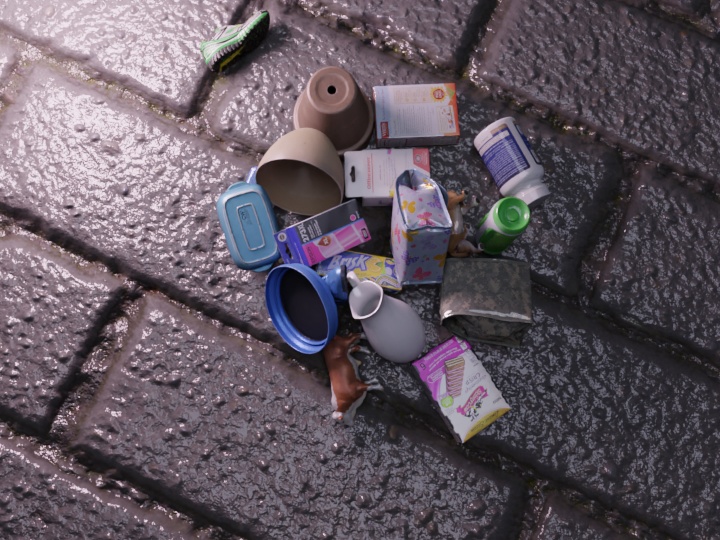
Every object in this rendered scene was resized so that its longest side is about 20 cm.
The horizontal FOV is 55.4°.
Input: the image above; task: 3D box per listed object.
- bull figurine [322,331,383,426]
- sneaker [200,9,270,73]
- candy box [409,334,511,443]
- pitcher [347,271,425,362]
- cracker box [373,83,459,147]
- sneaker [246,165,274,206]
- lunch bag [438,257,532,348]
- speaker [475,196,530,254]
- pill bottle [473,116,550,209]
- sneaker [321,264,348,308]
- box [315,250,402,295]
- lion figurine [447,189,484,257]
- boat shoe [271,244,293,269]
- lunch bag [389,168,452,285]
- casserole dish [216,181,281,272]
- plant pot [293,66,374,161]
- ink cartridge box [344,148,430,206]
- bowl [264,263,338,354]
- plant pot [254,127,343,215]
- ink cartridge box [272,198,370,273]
[{"bbox_3d":[-0.021,0.233,1.494,0.119,0.065,0.203,-14,80,-8],"label":"bull figurine"},{"bbox_3d":[-0.304,-0.574,1.665,0.199,0.078,0.086,-38,80,-8],"label":"sneaker"},{"bbox_3d":[0.215,0.253,1.493,0.135,0.061,0.202,-33,80,-8],"label":"candy box"},{"bbox_3d":[0.048,0.096,1.472,0.121,0.200,0.172,-38,38,7],"label":"pitcher"},{"bbox_3d":[0.131,-0.369,1.634,0.196,0.058,0.137,-2,77,-2],"label":"cracker box"},{"bbox_3d":[-0.246,-0.144,1.556,0.077,0.089,0.204,2,76,15],"label":"sneaker"},{"bbox_3d":[0.264,0.064,1.488,0.196,0.118,0.166,9,52,-1],"label":"lunch bag"},{"bbox_3d":[0.308,-0.095,1.499,0.087,0.200,0.090,1,77,-3],"label":"speaker"},{"bbox_3d":[0.353,-0.240,1.580,0.110,0.111,0.202,-25,78,-6],"label":"pill bottle"},{"bbox_3d":[-0.067,0.040,1.466,0.077,0.200,0.067,1,73,-8],"label":"sneaker"},{"bbox_3d":[0.000,0.000,1.546,0.196,0.064,0.071,10,77,2],"label":"box"},{"bbox_3d":[0.210,-0.099,1.526,0.072,0.122,0.203,24,57,-29],"label":"lion figurine"},{"bbox_3d":[-0.127,-0.069,1.557,0.075,0.075,0.202,42,81,14],"label":"boat shoe"},{"bbox_3d":[0.125,-0.099,1.479,0.125,0.171,0.202,-5,45,-8],"label":"lunch bag"},{"bbox_3d":[-0.240,-0.095,1.496,0.119,0.039,0.203,-18,95,-10],"label":"casserole dish"},{"bbox_3d":[-0.064,-0.372,1.573,0.196,0.175,0.204,0,78,0],"label":"plant pot"},{"bbox_3d":[0.061,-0.215,1.593,0.196,0.068,0.119,-1,77,-2],"label":"ink cartridge box"},{"bbox_3d":[-0.127,0.079,1.472,0.039,0.201,0.202,-27,76,-42],"label":"bowl"},{"bbox_3d":[-0.124,-0.236,1.531,0.197,0.201,0.136,10,61,2],"label":"plant pot"},{"bbox_3d":[-0.083,-0.075,1.498,0.197,0.037,0.096,-24,97,-10],"label":"ink cartridge box"}]
